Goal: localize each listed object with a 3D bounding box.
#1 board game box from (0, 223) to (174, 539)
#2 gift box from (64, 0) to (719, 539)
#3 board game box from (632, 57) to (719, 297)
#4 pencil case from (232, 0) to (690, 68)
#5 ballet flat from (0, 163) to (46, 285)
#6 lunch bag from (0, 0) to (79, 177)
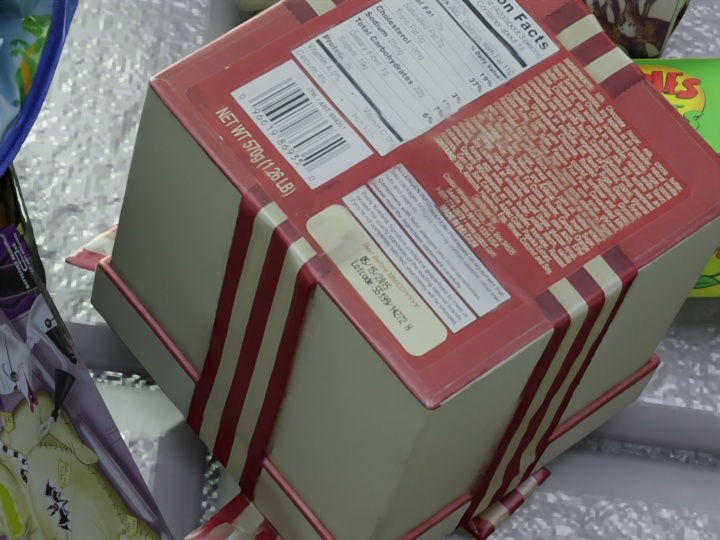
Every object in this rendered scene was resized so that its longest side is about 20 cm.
[{"bbox_3d":[-0.116,0.096,0.918,0.120,0.032,0.201,-39,106,-50],"label":"board game box"},{"bbox_3d":[0.000,0.000,0.982,0.199,0.187,0.185,-28,69,-24],"label":"gift box"},{"bbox_3d":[0.184,-0.040,1.075,0.199,0.048,0.102,-1,41,7],"label":"board game box"},{"bbox_3d":[0.042,-0.134,1.128,0.199,0.089,0.078,10,80,-4],"label":"pencil case"},{"bbox_3d":[-0.170,-0.067,1.057,0.068,0.068,0.201,-19,66,-18],"label":"ballet flat"},{"bbox_3d":[-0.214,-0.059,0.936,0.169,0.128,0.200,-4,26,33],"label":"lunch bag"}]
